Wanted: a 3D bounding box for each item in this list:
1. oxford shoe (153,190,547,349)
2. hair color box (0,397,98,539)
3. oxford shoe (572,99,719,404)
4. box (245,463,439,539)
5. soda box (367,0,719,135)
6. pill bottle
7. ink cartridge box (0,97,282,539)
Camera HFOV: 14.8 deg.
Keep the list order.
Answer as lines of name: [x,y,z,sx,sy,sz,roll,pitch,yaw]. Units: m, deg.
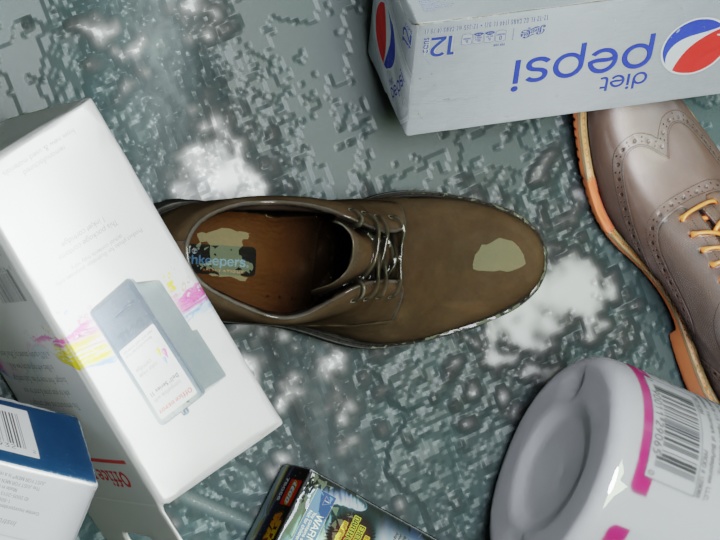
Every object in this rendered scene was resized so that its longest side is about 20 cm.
oxford shoe: [0.000,0.000,1.232,0.200,0.084,0.073,-3,90,-23]
hair color box: [-0.190,0.145,1.130,0.100,0.061,0.200,16,110,-21]
oxford shoe: [0.166,-0.015,1.302,0.071,0.073,0.200,-33,102,-17]
box: [-0.018,0.207,1.251,0.137,0.040,0.200,30,80,-20]
soda box: [0.107,-0.117,1.258,0.200,0.063,0.068,-9,135,-14]
pill bottle: [0.171,0.125,1.284,0.200,0.113,0.113,24,82,-20]
ink cartridge box: [-0.107,0.032,1.171,0.067,0.117,0.200,-34,103,-21]
